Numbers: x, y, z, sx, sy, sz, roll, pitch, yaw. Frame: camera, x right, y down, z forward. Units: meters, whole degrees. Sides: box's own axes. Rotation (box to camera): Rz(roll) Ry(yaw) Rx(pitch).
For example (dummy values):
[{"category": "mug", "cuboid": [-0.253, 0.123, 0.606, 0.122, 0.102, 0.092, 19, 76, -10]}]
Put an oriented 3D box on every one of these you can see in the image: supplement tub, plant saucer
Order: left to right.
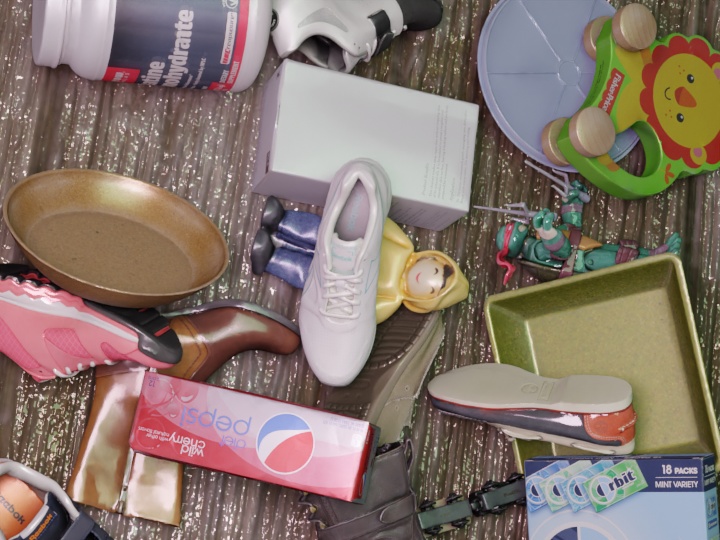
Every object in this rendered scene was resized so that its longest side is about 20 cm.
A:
[{"category": "plant saucer", "cuboid": [-0.213, -0.022, 1.390, 0.198, 0.036, 0.201, 16, 28, -9]}, {"category": "supplement tub", "cuboid": [-0.188, -0.237, 1.441, 0.198, 0.140, 0.142, 3, 77, -17]}, {"category": "plant saucer", "cuboid": [0.230, 0.101, 1.501, 0.048, 0.198, 0.202, -2, 79, -63]}]

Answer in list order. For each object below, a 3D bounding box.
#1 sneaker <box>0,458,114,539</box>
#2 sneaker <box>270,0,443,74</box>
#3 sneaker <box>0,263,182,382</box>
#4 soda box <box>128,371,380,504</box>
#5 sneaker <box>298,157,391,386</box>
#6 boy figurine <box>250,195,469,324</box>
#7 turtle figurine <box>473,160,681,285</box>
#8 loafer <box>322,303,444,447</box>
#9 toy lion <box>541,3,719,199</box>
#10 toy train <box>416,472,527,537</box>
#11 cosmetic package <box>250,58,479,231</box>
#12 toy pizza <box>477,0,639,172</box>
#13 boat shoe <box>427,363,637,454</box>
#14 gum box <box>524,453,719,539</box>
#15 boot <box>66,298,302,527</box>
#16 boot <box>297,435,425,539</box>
[{"category": "sneaker", "cuboid": [-0.252, 0.235, 1.346, 0.200, 0.079, 0.079, 40, 68, -8]}, {"category": "sneaker", "cuboid": [-0.005, -0.225, 1.524, 0.198, 0.074, 0.090, -2, 78, -32]}, {"category": "sneaker", "cuboid": [-0.244, 0.059, 1.373, 0.198, 0.074, 0.088, 18, 101, 15]}, {"category": "soda box", "cuboid": [-0.088, 0.139, 1.338, 0.198, 0.063, 0.071, 11, 83, 11]}, {"category": "sneaker", "cuboid": [-0.017, 0.002, 1.394, 0.070, 0.080, 0.203, 7, 94, 4]}, {"category": "boy figurine", "cuboid": [0.000, 0.000, 1.463, 0.198, 0.065, 0.125, 18, 72, 8]}, {"category": "turtle figurine", "cuboid": [0.205, -0.031, 1.549, 0.198, 0.150, 0.102, 14, 116, 6]}, {"category": "loafer", "cuboid": [0.020, 0.107, 1.471, 0.201, 0.075, 0.069, -57, 137, -30]}, {"category": "toy lion", "cuboid": [0.294, -0.155, 1.600, 0.191, 0.068, 0.201, 34, 67, -20]}, {"category": "toy train", "cuboid": [0.067, 0.226, 1.471, 0.198, 0.046, 0.034, -14, 81, -22]}, {"category": "cosmetic package", "cuboid": [0.004, -0.115, 1.510, 0.198, 0.081, 0.114, 13, 74, -14]}, {"category": "toy pizza", "cuboid": [0.203, -0.194, 1.617, 0.198, 0.032, 0.203, 6, 75, -21]}, {"category": "boat shoe", "cuboid": [0.156, 0.130, 1.476, 0.071, 0.198, 0.063, -54, 141, -52]}, {"category": "gum box", "cuboid": [0.237, 0.268, 1.444, 0.044, 0.168, 0.203, -2, 87, -62]}, {"category": "boot", "cuboid": [-0.151, 0.122, 1.410, 0.186, 0.068, 0.202, 11, 75, -16]}, {"category": "boot", "cuboid": [-0.019, 0.250, 1.389, 0.198, 0.069, 0.176, -26, 102, -7]}]
